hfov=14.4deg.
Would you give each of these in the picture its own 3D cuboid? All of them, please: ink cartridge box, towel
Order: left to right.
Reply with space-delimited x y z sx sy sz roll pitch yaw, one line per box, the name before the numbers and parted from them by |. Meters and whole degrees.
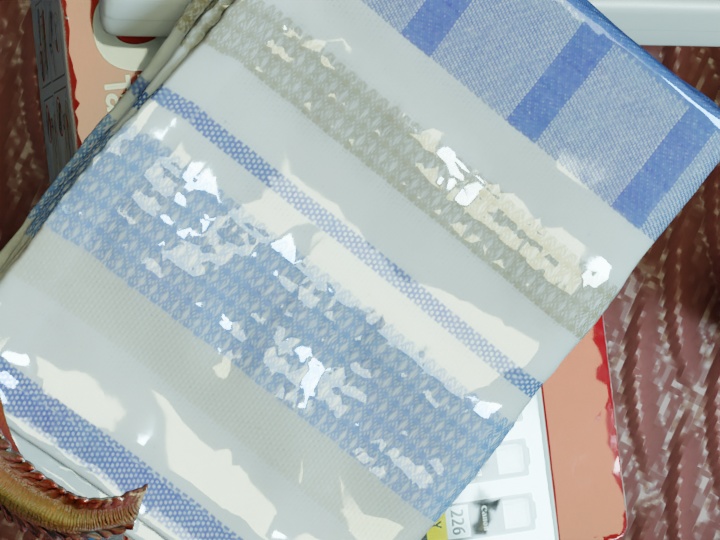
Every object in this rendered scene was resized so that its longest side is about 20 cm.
towel | -0.009 -0.005 0.782 0.147 0.024 0.200 38 96 -11
ink cartridge box | 0.000 0.000 0.862 0.175 0.084 0.201 -7 91 -13

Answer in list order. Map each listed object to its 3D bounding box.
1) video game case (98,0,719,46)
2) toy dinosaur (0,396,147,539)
video game case | 0.021 -0.144 0.843 0.199 0.023 0.182 1 57 -8
toy dinosaur | -0.145 -0.024 0.778 0.200 0.182 0.105 36 127 -18
